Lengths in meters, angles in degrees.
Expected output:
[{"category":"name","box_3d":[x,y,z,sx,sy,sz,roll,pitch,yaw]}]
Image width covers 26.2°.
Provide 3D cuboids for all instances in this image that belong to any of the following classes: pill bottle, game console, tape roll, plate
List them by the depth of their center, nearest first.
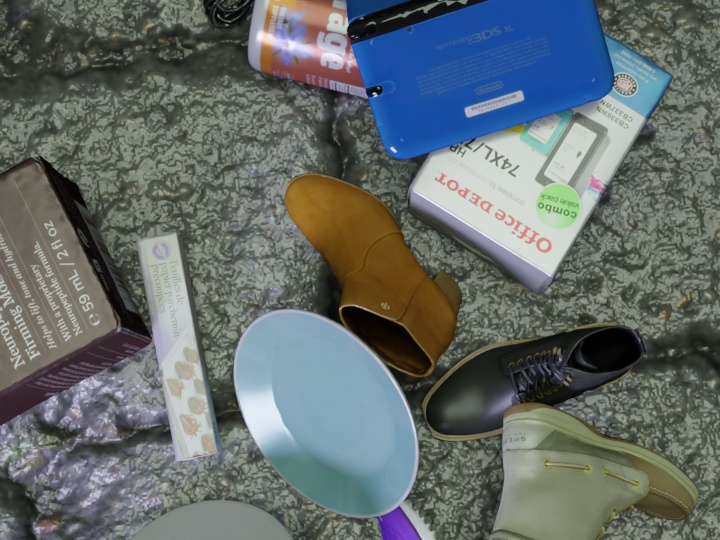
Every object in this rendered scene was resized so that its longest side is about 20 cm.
[{"category":"game console","box_3d":[0.095,-0.208,1.286,0.197,0.118,0.173,-16,103,11]},{"category":"tape roll","box_3d":[-0.136,0.290,1.309,0.200,0.037,0.205,-11,47,12]},{"category":"plate","box_3d":[-0.026,0.120,1.331,0.201,0.200,0.026,50,46,6]},{"category":"pill bottle","box_3d":[0.007,-0.211,1.376,0.197,0.112,0.114,14,84,3]}]

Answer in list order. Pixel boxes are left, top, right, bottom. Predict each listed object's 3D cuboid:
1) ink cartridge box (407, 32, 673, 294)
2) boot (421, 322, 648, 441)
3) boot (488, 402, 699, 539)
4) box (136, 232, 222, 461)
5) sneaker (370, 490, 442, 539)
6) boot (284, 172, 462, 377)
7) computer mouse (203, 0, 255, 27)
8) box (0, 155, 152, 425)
[{"category":"ink cartridge box","box_3d":[0.151,-0.106,1.347,0.146,0.146,0.201,31,86,4]},{"category":"boot","box_3d":[0.147,0.089,1.331,0.198,0.138,0.078,-25,85,-1]},{"category":"boot","box_3d":[0.194,0.217,1.308,0.198,0.072,0.156,26,60,-21]},{"category":"box","box_3d":[-0.162,0.069,1.388,0.038,0.041,0.203,-11,85,0]},{"category":"sneaker","box_3d":[0.044,0.286,1.347,0.099,0.070,0.202,-30,84,0]},{"category":"boot","box_3d":[0.000,0.001,1.336,0.200,0.144,0.071,37,116,1]},{"category":"computer mouse","box_3d":[-0.137,-0.339,1.423,0.138,0.053,0.201,-39,85,-2]},{"category":"box","box_3d":[-0.310,0.031,1.331,0.198,0.164,0.167,-28,84,-2]}]
